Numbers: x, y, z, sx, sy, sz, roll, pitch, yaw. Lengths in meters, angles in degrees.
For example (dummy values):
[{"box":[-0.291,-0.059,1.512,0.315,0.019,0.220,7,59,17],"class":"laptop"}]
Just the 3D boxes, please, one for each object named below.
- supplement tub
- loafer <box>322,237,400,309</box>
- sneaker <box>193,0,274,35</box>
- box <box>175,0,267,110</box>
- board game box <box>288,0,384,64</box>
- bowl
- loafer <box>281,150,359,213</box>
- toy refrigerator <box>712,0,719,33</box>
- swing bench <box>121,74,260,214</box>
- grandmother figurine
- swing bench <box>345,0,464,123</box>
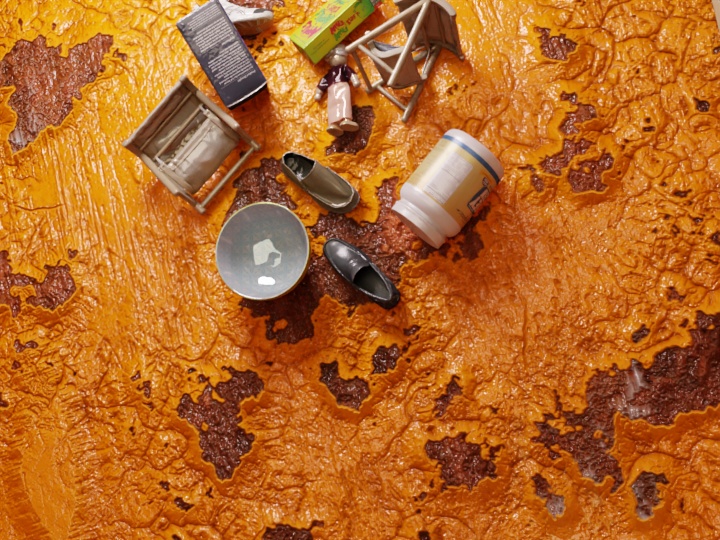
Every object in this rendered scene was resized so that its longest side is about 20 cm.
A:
[{"box":[0.169,-0.159,1.588,0.144,0.145,0.200,39,89,17],"class":"supplement tub"},{"box":[0.000,0.000,1.630,0.200,0.070,0.068,41,89,17],"class":"loafer"},{"box":[-0.290,-0.575,1.812,0.198,0.076,0.089,-5,77,11],"class":"sneaker"},{"box":[-0.289,-0.451,1.711,0.104,0.148,0.201,-32,102,-1],"class":"box"},{"box":[-0.053,-0.540,1.742,0.200,0.048,0.102,-42,37,1],"class":"board game box"},{"box":[-0.186,-0.030,1.657,0.198,0.108,0.202,-2,78,12],"class":"bowl"},{"box":[-0.092,-0.186,1.689,0.199,0.070,0.076,31,86,17],"class":"loafer"},{"box":[0.737,-0.533,1.583,0.075,0.070,0.202,-8,77,3],"class":"toy refrigerator"},{"box":[-0.362,-0.269,1.732,0.200,0.130,0.199,42,90,22],"class":"swing bench"},{"box":[-0.048,-0.391,1.731,0.120,0.060,0.202,-8,74,24],"class":"grandmother figurine"},{"box":[0.098,-0.440,1.634,0.130,0.199,0.200,42,89,17],"class":"swing bench"}]
